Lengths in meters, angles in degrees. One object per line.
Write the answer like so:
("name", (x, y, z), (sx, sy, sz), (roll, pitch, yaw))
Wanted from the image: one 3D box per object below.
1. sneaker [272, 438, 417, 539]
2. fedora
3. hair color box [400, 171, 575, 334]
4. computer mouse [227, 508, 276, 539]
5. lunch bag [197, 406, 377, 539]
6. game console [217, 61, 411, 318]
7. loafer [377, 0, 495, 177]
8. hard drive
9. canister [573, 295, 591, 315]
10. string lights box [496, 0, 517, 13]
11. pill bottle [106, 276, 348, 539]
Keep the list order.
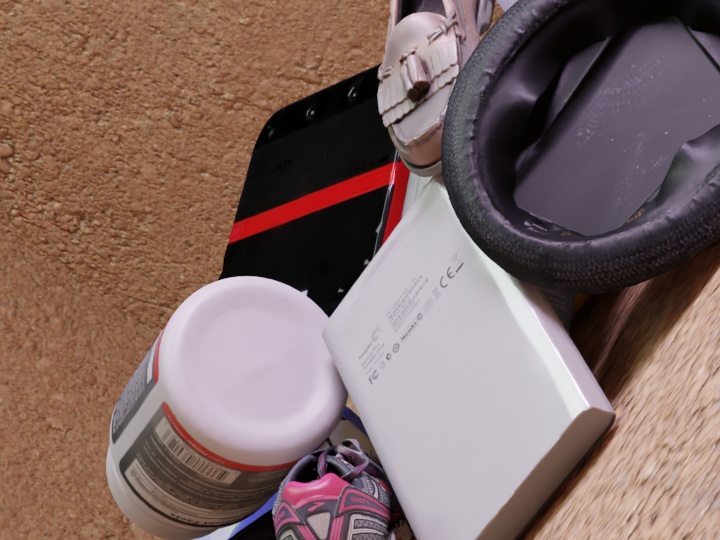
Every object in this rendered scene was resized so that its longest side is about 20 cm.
("sneaker", (-0.008, 0.127, 1.194), (0.080, 0.075, 0.200), (-15, 9, 1))
("fedora", (0.145, -0.070, 1.144), (0.201, 0.200, 0.092), (-56, -28, -5))
("hair color box", (0.071, -0.006, 1.230), (0.099, 0.060, 0.201), (-6, 69, 52))
("computer mouse", (-0.064, 0.181, 1.355), (0.199, 0.053, 0.139), (-20, -24, -5))
("lunch bag", (-0.060, 0.181, 1.678), (0.170, 0.124, 0.200), (-56, -4, -11))
("game console", (-0.021, -0.040, 1.357), (0.200, 0.031, 0.178), (-18, 53, 54))
("loafer", (0.036, -0.129, 1.237), (0.072, 0.063, 0.200), (-31, 28, 25))
("hard drive", (0.052, 0.054, 1.153), (0.132, 0.027, 0.200), (-54, 39, 24))
("canister", (0.100, -0.003, 1.372), (0.200, 0.086, 0.149), (-52, 7, 36))
("string lights box", (0.181, -0.187, 1.301), (0.199, 0.059, 0.103), (-2, -40, -41))
("pill bottle", (-0.089, 0.091, 1.324), (0.116, 0.116, 0.200), (-58, 4, -30))
